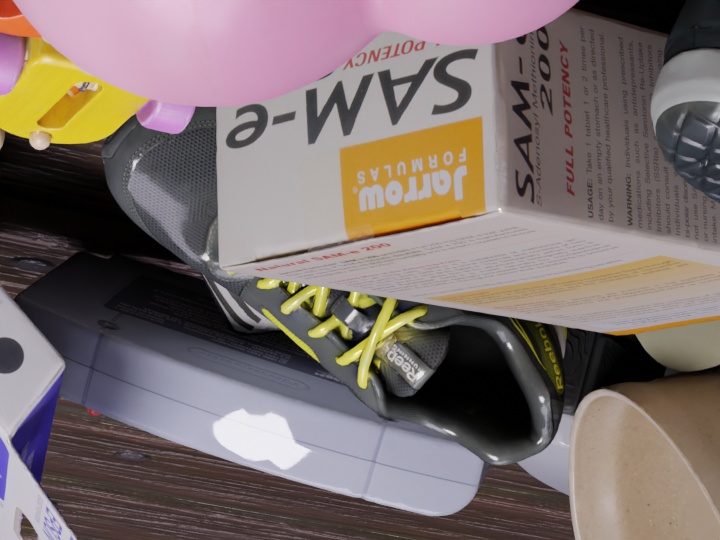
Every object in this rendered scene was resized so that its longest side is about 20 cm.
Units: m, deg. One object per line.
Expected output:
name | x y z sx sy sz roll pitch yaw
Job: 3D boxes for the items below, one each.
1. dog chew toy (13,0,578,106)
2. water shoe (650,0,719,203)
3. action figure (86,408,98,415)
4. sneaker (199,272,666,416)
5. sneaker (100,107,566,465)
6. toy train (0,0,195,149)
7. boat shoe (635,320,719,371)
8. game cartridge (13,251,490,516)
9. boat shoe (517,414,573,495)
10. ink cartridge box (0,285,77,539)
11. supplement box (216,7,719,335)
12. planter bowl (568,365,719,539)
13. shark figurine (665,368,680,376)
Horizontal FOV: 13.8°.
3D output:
dog chew toy | 0.012 -0.106 0.715 0.200 0.125 0.125 -5 162 7
water shoe | 0.171 -0.036 0.937 0.071 0.079 0.200 -3 154 42
action figure | -0.015 0.062 1.336 0.200 0.065 0.099 9 161 18
sneaker | 0.022 0.005 1.191 0.200 0.076 0.115 23 166 -27
sneaker | 0.000 0.000 1.053 0.200 0.085 0.075 28 111 -22
toy train | -0.133 -0.080 0.885 0.200 0.056 0.150 -11 156 37
boat shoe | 0.183 -0.015 1.062 0.063 0.074 0.201 -15 174 -42
game cartridge | -0.040 0.045 1.215 0.200 0.041 0.133 18 -170 7
boat shoe | 0.141 0.083 1.396 0.072 0.066 0.200 5 164 44
ink cartridge box | -0.162 0.037 1.161 0.043 0.200 0.198 -37 172 -16
supplement box | 0.066 -0.031 0.982 0.126 0.074 0.200 -11 165 43
planter bowl | 0.180 0.121 1.130 0.135 0.200 0.200 -17 168 -14
shark figurine | 0.144 0.056 1.274 0.214 0.090 0.128 1 165 21
